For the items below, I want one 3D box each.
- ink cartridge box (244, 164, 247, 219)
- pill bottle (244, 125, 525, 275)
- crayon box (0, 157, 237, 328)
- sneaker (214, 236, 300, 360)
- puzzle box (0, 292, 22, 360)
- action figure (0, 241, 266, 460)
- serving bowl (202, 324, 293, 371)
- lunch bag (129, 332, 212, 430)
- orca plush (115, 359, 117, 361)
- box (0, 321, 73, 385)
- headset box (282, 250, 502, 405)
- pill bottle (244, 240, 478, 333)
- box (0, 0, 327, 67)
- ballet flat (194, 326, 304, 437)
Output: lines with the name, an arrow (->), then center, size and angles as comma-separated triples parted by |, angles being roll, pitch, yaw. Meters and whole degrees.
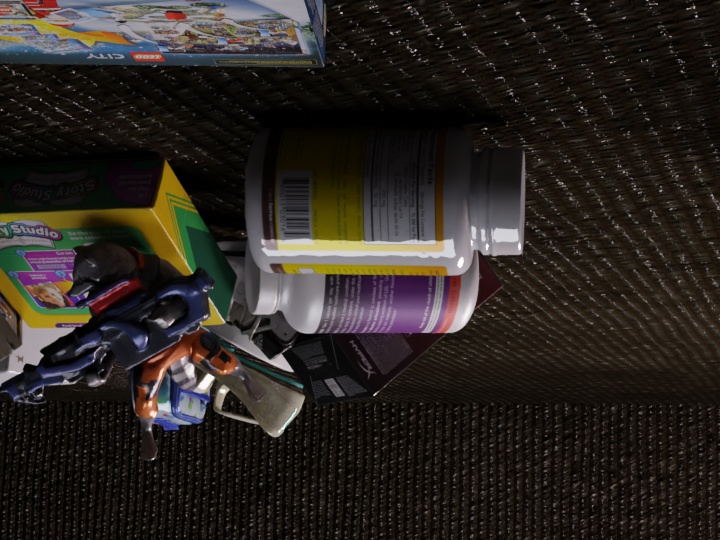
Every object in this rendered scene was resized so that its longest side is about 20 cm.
ink cartridge box -> -0.009, -0.069, 1.379 | 0.161, 0.051, 0.200 | 1, -171, 1
pill bottle -> 0.020, -0.051, 1.215 | 0.198, 0.110, 0.109 | 1, 171, 8
crayon box -> -0.229, -0.021, 1.421 | 0.198, 0.059, 0.173 | -2, 144, 19
sneaker -> -0.119, 0.032, 1.579 | 0.199, 0.116, 0.076 | -12, 161, -36
puzzle box -> -0.342, 0.004, 1.449 | 0.025, 0.134, 0.200 | -33, -167, -6
action figure -> -0.195, 0.061, 1.374 | 0.198, 0.194, 0.105 | -21, -150, 6
serving bowl -> -0.137, 0.027, 1.714 | 0.199, 0.066, 0.200 | 32, 180, 0
lunch bag -> -0.247, 0.124, 2.165 | 0.082, 0.162, 0.200 | 1, 170, 5
orca plush -> -0.257, 0.047, 1.688 | 0.071, 0.106, 0.200 | -30, -155, 6
box -> -0.399, 0.041, 1.721 | 0.198, 0.154, 0.106 | -3, 169, 31
headset box -> 0.035, 0.041, 1.627 | 0.200, 0.075, 0.148 | -38, -172, -22
pill bottle -> 0.000, 0.000, 1.484 | 0.198, 0.114, 0.112 | 0, 171, -15
box -> -0.122, -0.147, 0.883 | 0.198, 0.038, 0.137 | 1, 170, 4
ballet flat -> -0.138, 0.099, 1.583 | 0.199, 0.063, 0.067 | 26, 180, 39
